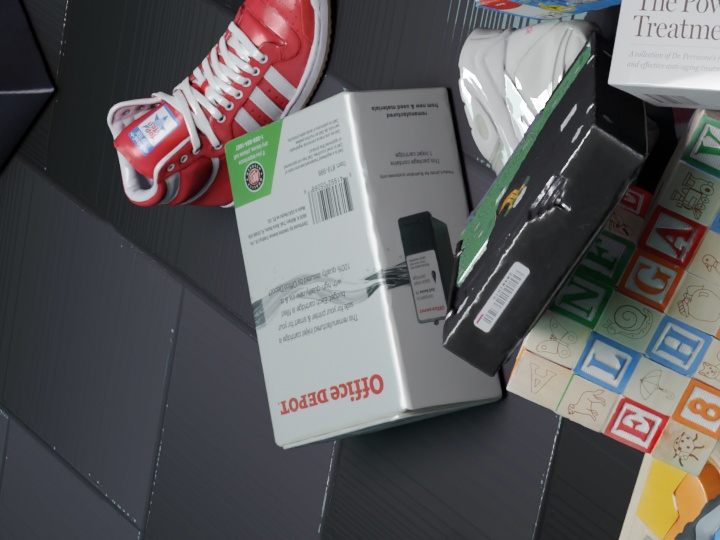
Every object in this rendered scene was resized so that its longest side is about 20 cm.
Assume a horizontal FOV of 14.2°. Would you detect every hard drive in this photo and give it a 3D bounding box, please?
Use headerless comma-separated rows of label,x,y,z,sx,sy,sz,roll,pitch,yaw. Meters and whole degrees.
hard drive,0.097,-0.037,1.499,0.140,0.038,0.200,-56,7,17

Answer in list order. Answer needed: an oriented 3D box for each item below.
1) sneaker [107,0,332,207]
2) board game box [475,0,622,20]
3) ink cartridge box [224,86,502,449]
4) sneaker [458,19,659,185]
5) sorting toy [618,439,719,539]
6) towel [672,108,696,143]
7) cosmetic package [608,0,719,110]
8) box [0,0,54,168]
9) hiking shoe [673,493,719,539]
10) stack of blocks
sneaker,-0.095,-0.120,1.883,0.071,0.112,0.201,49,131,37
board game box,0.147,-0.248,1.551,0.195,0.056,0.201,-7,77,53
ink cartridge box,0.000,0.000,1.797,0.146,0.083,0.201,-17,80,53
sneaker,0.125,-0.047,1.625,0.099,0.078,0.201,-13,102,27
sorting toy,0.201,0.180,1.592,0.185,0.036,0.201,45,128,41
towel,0.218,-0.124,1.536,0.146,0.030,0.201,-12,87,53
cosmetic package,0.223,-0.151,1.376,0.199,0.052,0.152,6,82,38
box,-0.350,-0.161,2.219,0.197,0.117,0.201,-48,57,45
hiking shoe,0.215,0.148,1.485,0.087,0.074,0.201,23,86,42
stack of blocks,0.168,-0.003,1.505,0.115,0.059,0.200,25,124,1
